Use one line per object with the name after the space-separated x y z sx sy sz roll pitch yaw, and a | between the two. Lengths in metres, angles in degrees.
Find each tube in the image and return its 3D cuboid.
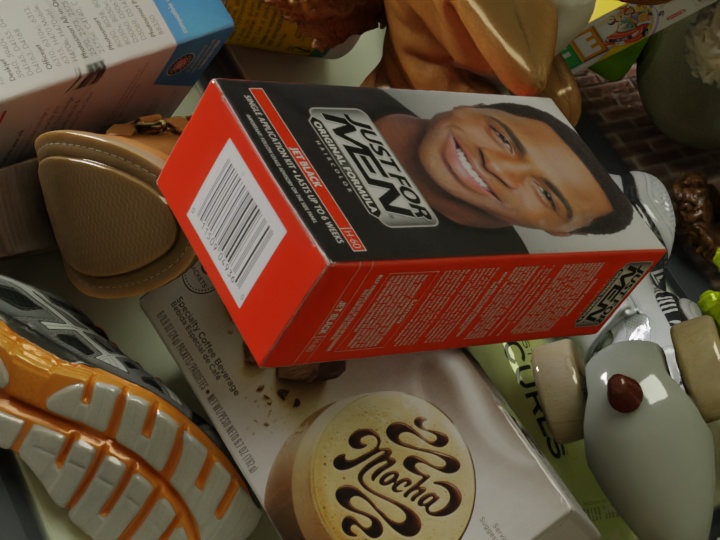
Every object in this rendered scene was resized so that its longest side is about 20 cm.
0.083 0.059 0.786 0.057 0.052 0.202 -19 68 -15 | tube

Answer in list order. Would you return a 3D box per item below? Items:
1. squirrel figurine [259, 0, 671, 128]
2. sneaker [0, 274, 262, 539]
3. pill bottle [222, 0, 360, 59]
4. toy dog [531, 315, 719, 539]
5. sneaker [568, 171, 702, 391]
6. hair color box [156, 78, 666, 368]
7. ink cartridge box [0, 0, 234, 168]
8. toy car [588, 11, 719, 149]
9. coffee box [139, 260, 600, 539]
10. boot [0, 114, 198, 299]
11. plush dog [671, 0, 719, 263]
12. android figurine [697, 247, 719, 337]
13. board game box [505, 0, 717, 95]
0.034 -0.136 0.809 0.200 0.187 0.142 44 55 2 | squirrel figurine
-0.128 0.057 0.690 0.199 0.079 0.077 35 23 -4 | sneaker
-0.096 -0.192 0.880 0.197 0.113 0.114 6 50 -19 | pill bottle
0.143 0.113 0.696 0.201 0.131 0.096 56 14 11 | toy dog
0.119 0.013 0.831 0.113 0.076 0.202 13 44 -12 | sneaker
0.026 -0.022 0.630 0.198 0.061 0.102 -3 50 -43 | hair color box
-0.175 -0.095 0.756 0.199 0.116 0.067 -25 81 -37 | ink cartridge box
0.248 -0.173 1.027 0.163 0.159 0.200 29 18 -3 | toy car
0.002 0.065 0.680 0.113 0.080 0.201 -36 65 4 | coffee box
-0.090 -0.045 0.725 0.154 0.075 0.199 -19 17 -39 | boot
0.281 -0.058 0.889 0.197 0.173 0.162 5 44 -5 | plush dog
0.229 0.078 0.752 0.041 0.183 0.201 -21 63 -12 | android figurine
0.114 -0.178 0.918 0.034 0.198 0.136 42 29 -46 | board game box
